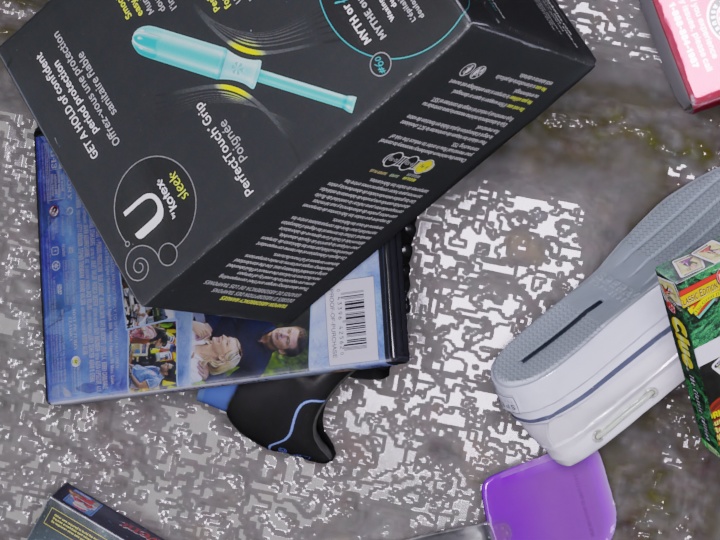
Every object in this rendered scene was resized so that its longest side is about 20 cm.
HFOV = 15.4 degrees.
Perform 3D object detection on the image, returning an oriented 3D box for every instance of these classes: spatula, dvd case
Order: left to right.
[{"bbox_3d":[-0.071,-0.015,1.287,0.200,0.018,0.143,-8,80,28],"label":"dvd case"},{"bbox_3d":[0.029,0.140,1.325,0.200,0.021,0.057,-17,92,8],"label":"spatula"}]

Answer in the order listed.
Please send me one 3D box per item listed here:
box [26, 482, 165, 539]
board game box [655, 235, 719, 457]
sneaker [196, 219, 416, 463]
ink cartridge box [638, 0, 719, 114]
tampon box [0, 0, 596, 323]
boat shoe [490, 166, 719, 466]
[{"bbox_3d":[-0.097,0.215,1.320,0.200,0.038,0.137,30,99,3],"label":"box"},{"bbox_3d":[0.237,0.001,1.222,0.200,0.023,0.105,-26,120,-10],"label":"board game box"},{"bbox_3d":[0.000,0.000,1.307,0.078,0.070,0.200,31,99,2],"label":"sneaker"},{"bbox_3d":[0.225,-0.177,1.279,0.200,0.086,0.148,-20,88,2],"label":"ink cartridge box"},{"bbox_3d":[-0.029,-0.094,1.188,0.200,0.126,0.150,-39,68,22],"label":"tampon box"},{"bbox_3d":[0.155,0.017,1.301,0.200,0.074,0.067,-35,119,-2],"label":"boat shoe"}]
